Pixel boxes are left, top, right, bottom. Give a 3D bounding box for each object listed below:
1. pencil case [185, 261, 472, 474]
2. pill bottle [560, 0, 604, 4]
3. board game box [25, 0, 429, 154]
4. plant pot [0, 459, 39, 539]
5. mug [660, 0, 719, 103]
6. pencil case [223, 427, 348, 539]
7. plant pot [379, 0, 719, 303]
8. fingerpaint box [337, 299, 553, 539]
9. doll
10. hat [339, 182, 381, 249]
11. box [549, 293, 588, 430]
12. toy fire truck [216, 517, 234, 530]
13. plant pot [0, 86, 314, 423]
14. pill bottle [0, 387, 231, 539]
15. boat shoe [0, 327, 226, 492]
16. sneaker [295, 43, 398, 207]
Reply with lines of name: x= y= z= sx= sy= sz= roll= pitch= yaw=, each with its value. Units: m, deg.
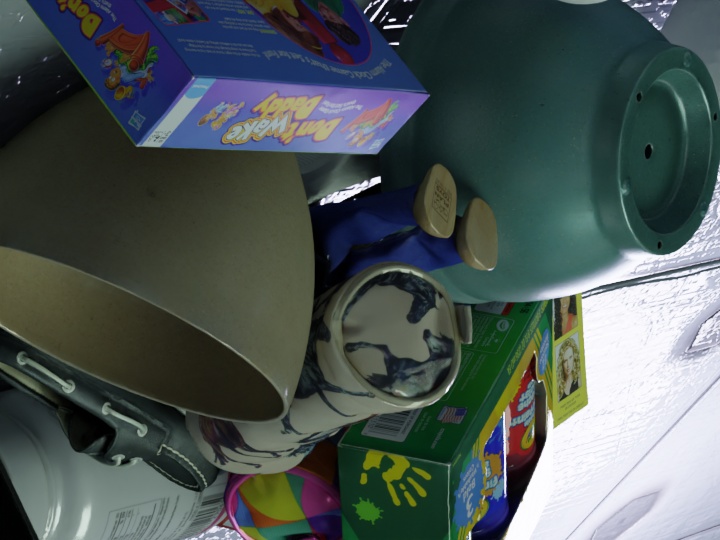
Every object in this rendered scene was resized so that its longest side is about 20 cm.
pencil case: x=-0.018 y=0.055 z=1.538 sx=0.089 sy=0.078 sz=0.200 roll=-14 pitch=172 yaw=-31
pill bottle: x=0.095 y=-0.206 z=1.456 sx=0.112 sy=0.112 sz=0.200 roll=-40 pitch=160 yaw=6
board game box: x=-0.070 y=-0.119 z=1.337 sx=0.045 sy=0.135 sz=0.200 roll=-47 pitch=157 yaw=24
plant pot: x=-0.302 y=0.197 z=1.577 sx=0.200 sy=0.200 sz=0.177 roll=-13 pitch=160 yaw=-49
mug: x=0.290 y=-0.168 z=1.845 sx=0.175 sy=0.148 sz=0.200 roll=-34 pitch=-169 yaw=13
pencil case: x=-0.024 y=0.087 z=1.731 sx=0.088 sy=0.088 sz=0.200 roll=-55 pitch=-171 yaw=39
plant pot: x=0.122 y=-0.073 z=1.610 sx=0.200 sy=0.134 sz=0.201 roll=-16 pitch=110 yaw=-53
fingerpaint box: x=0.057 y=0.119 z=1.700 sx=0.200 sy=0.073 sz=0.167 roll=-56 pitch=151 yaw=-51
doll: x=-0.029 y=-0.006 z=1.564 sx=0.200 sy=0.049 sz=0.136 roll=-19 pitch=141 yaw=32
hat: x=0.000 y=0.000 z=1.701 sx=0.200 sy=0.081 sz=0.201 roll=-29 pitch=-173 yaw=4
box: x=0.098 y=-0.003 z=1.790 sx=0.050 sy=0.075 sz=0.200 roll=-30 pitch=124 yaw=-49
toy fire truck: x=-0.050 y=0.094 z=1.900 sx=0.168 sy=0.112 sz=0.200 roll=22 pitch=121 yaw=-39
plant pot: x=-0.105 y=-0.026 z=1.451 sx=0.200 sy=0.200 sz=0.135 roll=73 pitch=38 yaw=-68
pill bottle: x=-0.172 y=0.121 z=1.714 sx=0.200 sy=0.113 sz=0.113 roll=-9 pitch=146 yaw=-52
boat shoe: x=-0.150 y=0.077 z=1.619 sx=0.200 sy=0.076 sz=0.060 roll=45 pitch=63 yaw=-36
sneaker: x=-0.028 y=-0.066 z=1.634 sx=0.200 sy=0.074 sz=0.116 roll=-16 pitch=161 yaw=-45
